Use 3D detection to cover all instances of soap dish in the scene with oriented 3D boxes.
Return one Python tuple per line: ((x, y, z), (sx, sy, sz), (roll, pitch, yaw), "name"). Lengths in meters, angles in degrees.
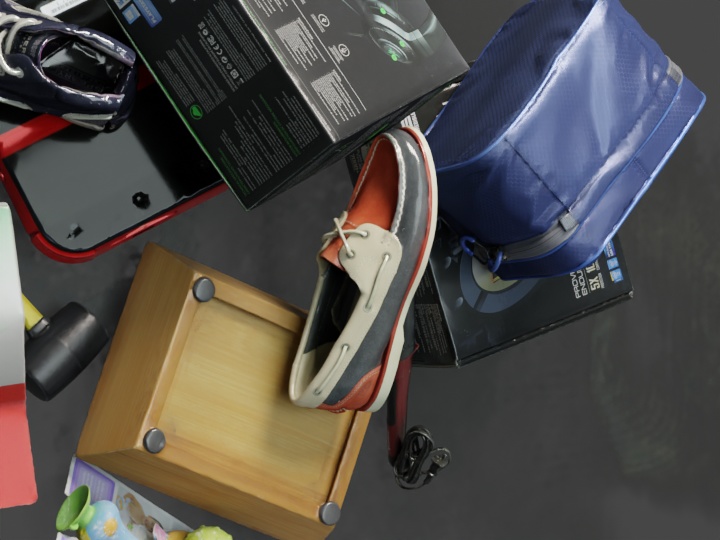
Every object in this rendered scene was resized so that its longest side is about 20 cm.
((-0.081, 0.089, 1.731), (0.199, 0.081, 0.158), (25, 77, -27), "soap dish")

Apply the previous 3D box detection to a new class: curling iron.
((0.037, 0.063, 1.791), (0.026, 0.049, 0.201), (-37, 128, -59), "curling iron")

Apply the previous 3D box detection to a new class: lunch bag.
((0.135, -0.082, 1.724), (0.132, 0.136, 0.200), (43, 71, -19), "lunch bag")

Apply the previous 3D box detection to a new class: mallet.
((-0.244, -0.010, 1.672), (0.066, 0.041, 0.201), (-37, 102, -23), "mallet")

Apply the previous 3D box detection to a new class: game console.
((-0.160, -0.118, 1.695), (0.199, 0.031, 0.178), (-28, 92, -14), "game console")

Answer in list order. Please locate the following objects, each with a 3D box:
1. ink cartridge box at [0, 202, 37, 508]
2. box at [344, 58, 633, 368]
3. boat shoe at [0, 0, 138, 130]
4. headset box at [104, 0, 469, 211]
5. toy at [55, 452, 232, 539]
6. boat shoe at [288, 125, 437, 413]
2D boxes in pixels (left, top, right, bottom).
((-0.295, 0.065, 1.615), (0.160, 0.050, 0.202), (-8, 91, -15), "ink cartridge box")
((0.090, -0.049, 1.826), (0.163, 0.086, 0.201), (-19, 98, -27), "box")
((-0.234, -0.149, 1.618), (0.199, 0.093, 0.075), (16, 82, -11), "boat shoe")
((-0.043, -0.160, 1.651), (0.175, 0.093, 0.200), (56, 37, 0), "headset box")
((-0.114, 0.204, 1.697), (0.199, 0.047, 0.116), (32, 35, -22), "toy")
((0.000, 0.000, 1.678), (0.062, 0.071, 0.201), (5, 105, -31), "boat shoe")
